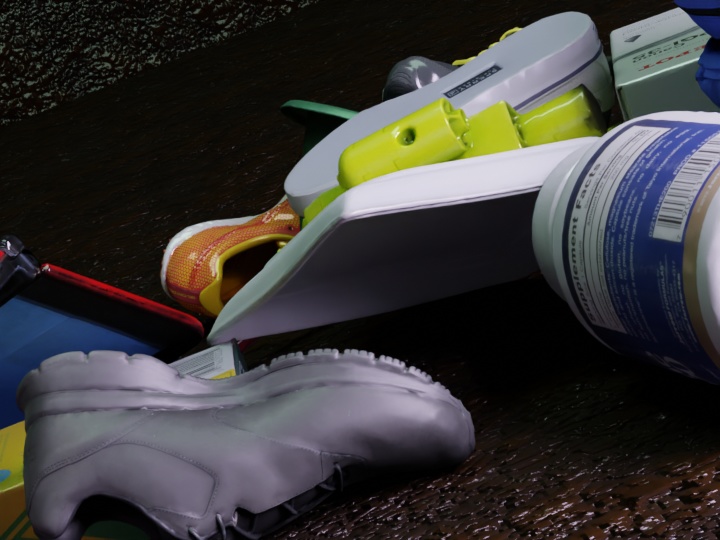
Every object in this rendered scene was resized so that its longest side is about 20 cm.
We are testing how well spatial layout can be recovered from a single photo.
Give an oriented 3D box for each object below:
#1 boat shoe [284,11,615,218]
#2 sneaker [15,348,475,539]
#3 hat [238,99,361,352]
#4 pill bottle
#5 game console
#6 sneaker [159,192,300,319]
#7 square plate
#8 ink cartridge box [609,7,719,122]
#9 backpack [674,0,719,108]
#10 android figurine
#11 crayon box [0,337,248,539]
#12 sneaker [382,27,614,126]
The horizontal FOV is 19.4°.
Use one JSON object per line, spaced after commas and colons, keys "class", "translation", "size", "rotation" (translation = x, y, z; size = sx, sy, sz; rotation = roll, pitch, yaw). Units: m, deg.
{"class": "boat shoe", "translation": [0.055, -0.070, 1.192], "size": [0.199, 0.070, 0.071], "rotation": [-30, 28, -7]}
{"class": "sneaker", "translation": [-0.050, 0.086, 0.903], "size": [0.199, 0.091, 0.076], "rotation": [-3, -28, 4]}
{"class": "hat", "translation": [0.000, 0.000, 1.297], "size": [0.199, 0.177, 0.166], "rotation": [17, -3, -23]}
{"class": "pill bottle", "translation": [0.148, -0.010, 0.874], "size": [0.111, 0.111, 0.200], "rotation": [-24, 13, -15]}
{"class": "game console", "translation": [-0.206, 0.079, 1.067], "size": [0.200, 0.119, 0.173], "rotation": [-33, 17, 40]}
{"class": "sneaker", "translation": [-0.035, -0.019, 1.365], "size": [0.200, 0.073, 0.077], "rotation": [-33, 39, -30]}
{"class": "square plate", "translation": [0.039, -0.018, 1.042], "size": [0.197, 0.029, 0.200], "rotation": [-12, -13, -26]}
{"class": "ink cartridge box", "translation": [0.228, -0.112, 1.243], "size": [0.146, 0.083, 0.200], "rotation": [-18, 13, 10]}
{"class": "backpack", "translation": [0.240, -0.139, 1.021], "size": [0.168, 0.200, 0.162], "rotation": [-59, 17, -7]}
{"class": "android figurine", "translation": [0.050, -0.035, 1.139], "size": [0.199, 0.041, 0.182], "rotation": [-26, -25, 20]}
{"class": "crayon box", "translation": [-0.143, 0.103, 1.015], "size": [0.199, 0.051, 0.127], "rotation": [-21, 12, 0]}
{"class": "sneaker", "translation": [0.087, -0.115, 1.297], "size": [0.074, 0.085, 0.200], "rotation": [15, 3, 39]}
